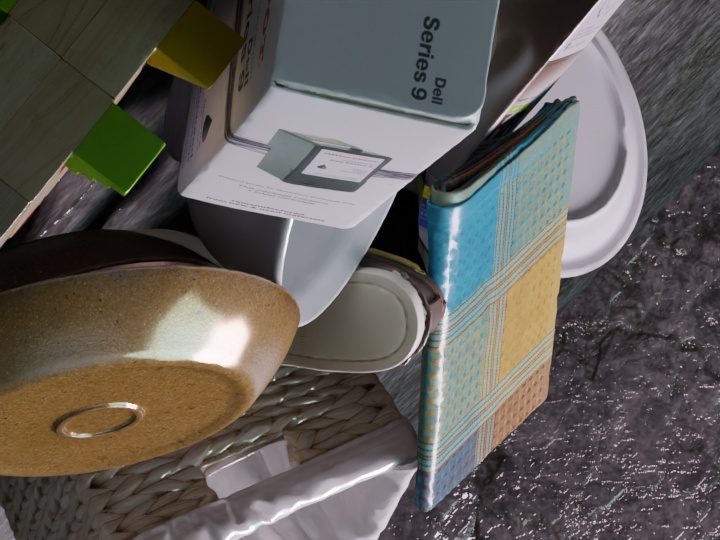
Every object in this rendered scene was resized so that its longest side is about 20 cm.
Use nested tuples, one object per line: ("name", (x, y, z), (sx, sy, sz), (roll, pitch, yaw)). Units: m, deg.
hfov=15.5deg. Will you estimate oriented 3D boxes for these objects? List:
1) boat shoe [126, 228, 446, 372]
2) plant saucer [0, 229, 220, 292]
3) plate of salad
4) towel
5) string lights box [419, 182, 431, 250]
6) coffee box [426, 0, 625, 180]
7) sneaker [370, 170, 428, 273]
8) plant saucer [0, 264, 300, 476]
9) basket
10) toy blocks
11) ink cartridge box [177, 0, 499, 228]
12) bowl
("boat shoe", (-0.055, 0.013, 1.381), (0.060, 0.200, 0.072), (-29, 122, -66))
("plant saucer", (-0.159, 0.032, 1.268), (0.200, 0.037, 0.200), (-21, 160, -8))
("plate of salad", (0.092, -0.089, 1.574), (0.048, 0.200, 0.200), (-23, -170, 46))
("towel", (0.072, 0.017, 1.453), (0.147, 0.022, 0.200), (-37, 139, -48))
("string lights box", (0.072, -0.066, 1.636), (0.059, 0.103, 0.200), (116, -1, -59))
("coffee box", (0.078, -0.159, 1.425), (0.200, 0.114, 0.080), (-49, 171, 18))
("sneaker", (0.000, 0.000, 1.504), (0.200, 0.072, 0.083), (84, 15, -53))
("plant saucer", (-0.122, 0.054, 1.208), (0.200, 0.035, 0.200), (-11, 159, -4))
("basket", (-0.098, 0.112, 1.520), (0.198, 0.161, 0.200), (-22, 161, -23))
("toy blocks", (-0.126, -0.067, 1.035), (0.200, 0.100, 0.137), (-53, -174, -16))
("ink cartridge box", (-0.007, -0.110, 1.053), (0.200, 0.084, 0.146), (143, -43, -73))
("bowl", (-0.033, -0.081, 1.261), (0.201, 0.090, 0.201), (22, 90, -77))
